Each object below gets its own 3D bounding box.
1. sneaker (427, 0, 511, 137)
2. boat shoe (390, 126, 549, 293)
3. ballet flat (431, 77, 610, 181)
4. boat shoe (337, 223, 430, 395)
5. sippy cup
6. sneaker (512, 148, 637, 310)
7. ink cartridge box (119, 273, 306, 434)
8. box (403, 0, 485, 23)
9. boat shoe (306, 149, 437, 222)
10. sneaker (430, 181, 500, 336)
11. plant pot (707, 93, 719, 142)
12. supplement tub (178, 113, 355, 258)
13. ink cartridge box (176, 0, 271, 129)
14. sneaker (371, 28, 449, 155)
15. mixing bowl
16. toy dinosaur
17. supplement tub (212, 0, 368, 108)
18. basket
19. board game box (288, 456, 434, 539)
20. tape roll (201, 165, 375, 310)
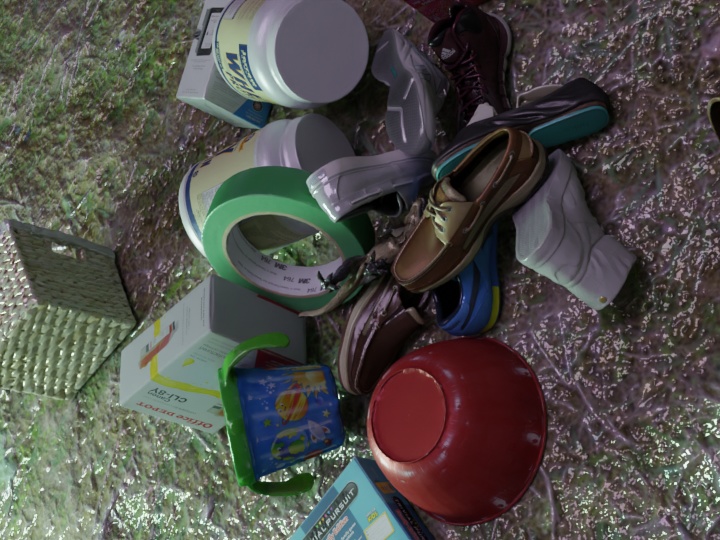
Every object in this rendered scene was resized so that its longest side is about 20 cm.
[{"bbox_3d":[0.112,-0.209,1.172,0.075,0.115,0.202,-13,68,37],"label":"sneaker"},{"bbox_3d":[0.099,-0.067,1.067,0.200,0.074,0.076,-48,47,11],"label":"boat shoe"},{"bbox_3d":[0.164,-0.150,1.118,0.198,0.068,0.069,-19,54,5],"label":"ballet flat"},{"bbox_3d":[0.038,0.048,1.182,0.074,0.074,0.204,17,87,41],"label":"boat shoe"},{"bbox_3d":[-0.088,0.165,1.202,0.129,0.178,0.141,-12,59,-7],"label":"sippy cup"},{"bbox_3d":[0.216,-0.036,1.056,0.074,0.115,0.201,-47,14,34],"label":"sneaker"},{"bbox_3d":[-0.181,0.109,1.287,0.200,0.144,0.084,-37,44,35],"label":"ink cartridge box"},{"bbox_3d":[0.137,-0.381,1.221,0.199,0.095,0.101,-18,65,36],"label":"box"},{"bbox_3d":[0.028,-0.090,1.166,0.072,0.199,0.069,-35,76,35],"label":"boat shoe"},{"bbox_3d":[0.102,-0.030,1.131,0.066,0.078,0.202,-14,75,43],"label":"sneaker"},{"bbox_3d":[0.422,-0.136,0.855,0.200,0.187,0.187,-42,51,5],"label":"plant pot"},{"bbox_3d":[-0.113,-0.100,1.314,0.199,0.144,0.146,-22,62,34],"label":"supplement tub"},{"bbox_3d":[-0.163,-0.309,1.447,0.067,0.116,0.202,12,83,43],"label":"ink cartridge box"},{"bbox_3d":[0.069,-0.202,1.206,0.071,0.080,0.201,-53,31,37],"label":"sneaker"},{"bbox_3d":[0.080,0.157,1.087,0.199,0.108,0.202,-14,68,37],"label":"mixing bowl"},{"bbox_3d":[0.000,0.000,1.146,0.200,0.088,0.048,-39,84,13],"label":"toy dinosaur"},{"bbox_3d":[-0.088,-0.277,1.310,0.200,0.144,0.146,26,93,61],"label":"supplement tub"},{"bbox_3d":[-0.470,0.064,1.539,0.200,0.198,0.161,-44,54,21],"label":"basket"},{"bbox_3d":[0.013,0.326,1.131,0.151,0.047,0.200,-52,49,16],"label":"board game box"},{"bbox_3d":[-0.084,-0.034,1.228,0.199,0.200,0.048,-19,40,35],"label":"tape roll"}]
